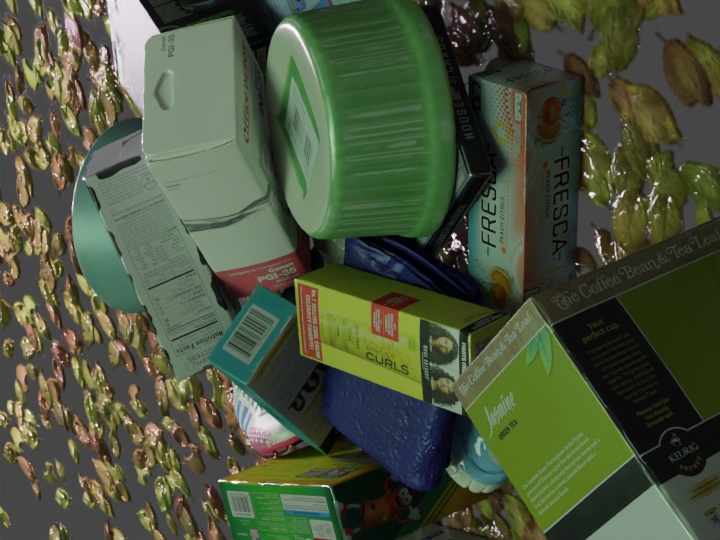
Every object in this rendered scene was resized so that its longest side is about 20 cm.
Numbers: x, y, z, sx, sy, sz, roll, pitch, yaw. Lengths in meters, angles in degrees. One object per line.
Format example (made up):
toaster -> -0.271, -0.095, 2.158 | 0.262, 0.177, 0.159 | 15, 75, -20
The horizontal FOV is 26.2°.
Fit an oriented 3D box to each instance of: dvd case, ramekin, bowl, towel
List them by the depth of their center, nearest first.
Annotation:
ramekin -> -0.006, -0.119, 1.234 | 0.200, 0.097, 0.201 | 170, 90, -73
dvd case -> 0.050, -0.102, 1.272 | 0.200, 0.025, 0.151 | 121, 136, -64
towel -> 0.036, 0.073, 1.311 | 0.148, 0.049, 0.201 | 37, 130, 36
bowl -> -0.188, -0.054, 1.566 | 0.105, 0.201, 0.202 | 3, 110, 32

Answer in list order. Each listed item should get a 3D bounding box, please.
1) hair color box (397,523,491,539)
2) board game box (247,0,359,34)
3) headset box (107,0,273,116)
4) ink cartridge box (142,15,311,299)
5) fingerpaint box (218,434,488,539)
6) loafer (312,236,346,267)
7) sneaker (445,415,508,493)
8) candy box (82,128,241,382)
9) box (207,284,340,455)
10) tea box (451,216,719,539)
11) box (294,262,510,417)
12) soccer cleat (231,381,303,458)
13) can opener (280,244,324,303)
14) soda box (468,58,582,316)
hair color box -> 0.046, 0.291, 1.470 | 0.200, 0.109, 0.065 | 3, 109, 54
board game box -> -0.056, -0.254, 1.394 | 0.200, 0.037, 0.152 | -33, 80, 54
headset box -> -0.165, -0.208, 1.470 | 0.200, 0.093, 0.174 | 56, 158, 31
ink cartridge box -> -0.111, -0.094, 1.325 | 0.200, 0.082, 0.147 | 64, -163, -52
fingerpaint box -> -0.009, 0.207, 1.451 | 0.200, 0.166, 0.074 | -9, 97, 54
loafer -> 0.000, 0.000, 1.404 | 0.072, 0.063, 0.200 | 32, 145, 33
sneaker -> 0.087, 0.092, 1.365 | 0.090, 0.078, 0.200 | -43, 75, 35
candy box -> -0.176, -0.020, 1.407 | 0.168, 0.071, 0.201 | -118, 4, -75
box -> -0.059, 0.092, 1.384 | 0.049, 0.082, 0.200 | 29, 168, 29
tea box -> 0.210, 0.097, 1.070 | 0.197, 0.200, 0.134 | 58, 144, 17
box -> 0.032, 0.052, 1.229 | 0.200, 0.050, 0.076 | 18, 119, 44
soccer cleat -> -0.097, 0.138, 1.579 | 0.087, 0.070, 0.200 | 65, 166, -5
can opener -> -0.046, 0.014, 1.486 | 0.200, 0.063, 0.079 | -57, 44, 46
soda box -> 0.129, -0.060, 1.220 | 0.068, 0.063, 0.201 | 27, 126, 45
